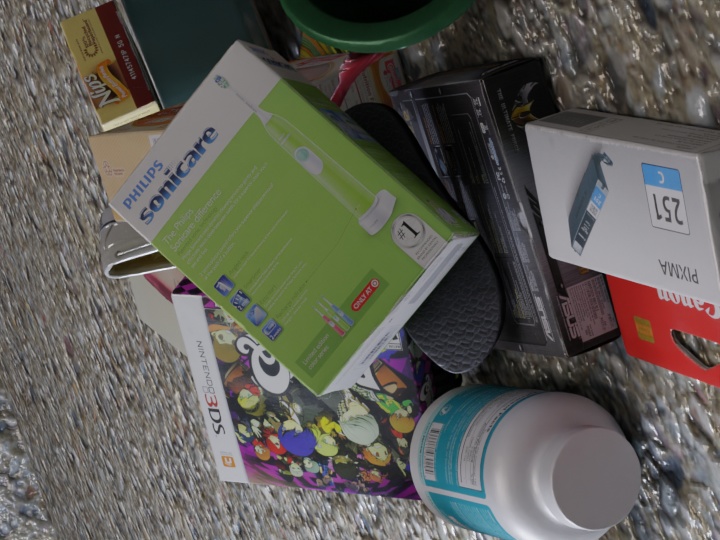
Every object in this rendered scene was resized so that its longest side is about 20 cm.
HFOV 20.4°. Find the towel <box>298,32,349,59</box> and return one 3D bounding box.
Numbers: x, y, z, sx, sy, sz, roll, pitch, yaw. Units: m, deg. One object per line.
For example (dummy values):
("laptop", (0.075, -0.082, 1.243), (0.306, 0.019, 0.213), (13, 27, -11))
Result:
("towel", (-0.033, -0.131, 1.680), (0.086, 0.018, 0.200), (58, 157, 29))

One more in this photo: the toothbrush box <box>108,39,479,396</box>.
("toothbrush box", (-0.044, -0.035, 1.356), (0.200, 0.146, 0.086), (41, -169, 10))

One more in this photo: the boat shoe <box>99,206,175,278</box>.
("boat shoe", (-0.130, -0.019, 1.735), (0.075, 0.201, 0.086), (73, -166, -64))

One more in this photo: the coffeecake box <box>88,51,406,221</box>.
("coffeecake box", (-0.081, -0.104, 1.536), (0.153, 0.200, 0.073), (1, 111, 56))

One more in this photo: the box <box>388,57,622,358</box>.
("box", (0.099, -0.043, 1.397), (0.158, 0.048, 0.201), (3, 113, 68))

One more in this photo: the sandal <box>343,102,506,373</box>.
("sandal", (0.047, -0.027, 1.398), (0.201, 0.076, 0.043), (66, -162, 6))

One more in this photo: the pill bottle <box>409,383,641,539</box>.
("pill bottle", (0.120, 0.140, 1.425), (0.200, 0.110, 0.111), (1, 110, 68))

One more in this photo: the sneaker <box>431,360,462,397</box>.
("sneaker", (0.052, 0.061, 1.576), (0.200, 0.083, 0.072), (-44, 39, 39))

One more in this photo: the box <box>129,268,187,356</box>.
("box", (-0.129, 0.006, 1.888), (0.200, 0.127, 0.109), (30, 137, 58))

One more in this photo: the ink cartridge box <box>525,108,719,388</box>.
("ink cartridge box", (0.183, -0.004, 1.233), (0.200, 0.045, 0.177), (20, 126, 64))

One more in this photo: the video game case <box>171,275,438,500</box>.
("video game case", (-0.036, 0.091, 1.551), (0.199, 0.036, 0.182), (3, 123, 25))

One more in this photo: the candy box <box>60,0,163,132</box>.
("candy box", (-0.197, -0.131, 1.752), (0.200, 0.055, 0.116), (71, 176, -63))

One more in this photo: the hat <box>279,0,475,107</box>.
("hat", (0.046, -0.190, 1.373), (0.199, 0.166, 0.176), (13, 166, 33))

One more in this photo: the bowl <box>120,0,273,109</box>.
("bowl", (-0.129, -0.179, 1.710), (0.201, 0.105, 0.201), (158, 90, -86))
